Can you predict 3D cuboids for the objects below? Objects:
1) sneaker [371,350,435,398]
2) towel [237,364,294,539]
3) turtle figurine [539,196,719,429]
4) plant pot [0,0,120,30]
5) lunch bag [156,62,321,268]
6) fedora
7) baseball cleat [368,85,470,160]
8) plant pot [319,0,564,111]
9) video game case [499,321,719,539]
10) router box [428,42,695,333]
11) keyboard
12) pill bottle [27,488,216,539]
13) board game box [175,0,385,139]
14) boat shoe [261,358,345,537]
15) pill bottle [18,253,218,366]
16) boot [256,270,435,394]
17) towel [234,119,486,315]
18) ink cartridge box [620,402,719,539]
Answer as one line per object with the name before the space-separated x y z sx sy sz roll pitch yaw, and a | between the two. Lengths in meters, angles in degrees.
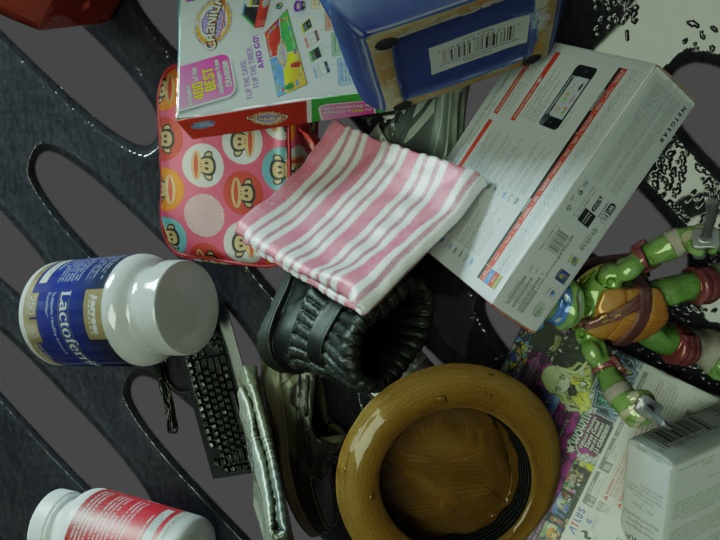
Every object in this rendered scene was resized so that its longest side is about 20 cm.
sneaker | 0.020 0.061 0.844 0.199 0.076 0.093 33 107 13
towel | -0.088 0.222 0.836 0.034 0.201 0.194 -11 132 -8
turtle figurine | 0.244 0.044 0.662 0.199 0.192 0.146 -20 71 55
plant pot | -0.310 -0.347 0.847 0.176 0.200 0.200 40 114 -1
lunch bag | -0.109 -0.105 0.859 0.174 0.082 0.203 7 103 21
fedora | 0.066 0.156 0.722 0.198 0.082 0.203 -5 108 -15
baseball cleat | 0.052 -0.145 0.789 0.105 0.070 0.203 6 102 22
plant pot | 0.053 -0.241 0.651 0.198 0.200 0.182 -18 77 3
video game case | 0.188 0.161 0.767 0.180 0.036 0.202 25 89 21
router box | 0.135 -0.078 0.688 0.049 0.180 0.201 30 98 -27
keyboard | -0.180 0.134 0.972 0.126 0.021 0.202 -12 95 25
pill bottle | -0.274 0.314 0.998 0.198 0.112 0.114 9 104 21
board game box | -0.065 -0.207 0.784 0.197 0.040 0.155 -6 72 10
boat shoe | -0.048 0.175 0.894 0.065 0.072 0.203 -12 98 16
pill bottle | -0.252 0.042 0.918 0.198 0.115 0.117 -4 99 33
boot | 0.002 0.002 0.751 0.157 0.079 0.213 -5 63 55
towel | -0.008 -0.052 0.728 0.147 0.030 0.199 -48 40 -12
ink cartridge box | 0.284 0.210 0.720 0.057 0.161 0.202 35 132 51
